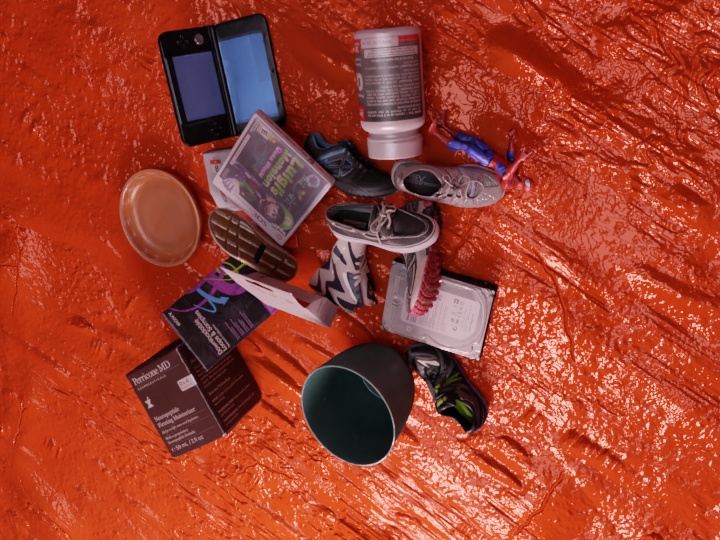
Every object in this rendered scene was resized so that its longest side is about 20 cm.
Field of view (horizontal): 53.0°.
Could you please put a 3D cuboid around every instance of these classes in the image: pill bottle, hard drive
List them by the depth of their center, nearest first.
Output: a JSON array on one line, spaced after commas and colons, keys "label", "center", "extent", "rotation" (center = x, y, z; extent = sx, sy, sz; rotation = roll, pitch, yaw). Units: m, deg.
[{"label": "pill bottle", "center": [0.051, -0.293, 1.193], "extent": [0.111, 0.114, 0.206], "rotation": [2, 108, 21]}, {"label": "hard drive", "center": [0.141, 0.068, 1.322], "extent": [0.195, 0.038, 0.143], "rotation": [18, 113, 17]}]

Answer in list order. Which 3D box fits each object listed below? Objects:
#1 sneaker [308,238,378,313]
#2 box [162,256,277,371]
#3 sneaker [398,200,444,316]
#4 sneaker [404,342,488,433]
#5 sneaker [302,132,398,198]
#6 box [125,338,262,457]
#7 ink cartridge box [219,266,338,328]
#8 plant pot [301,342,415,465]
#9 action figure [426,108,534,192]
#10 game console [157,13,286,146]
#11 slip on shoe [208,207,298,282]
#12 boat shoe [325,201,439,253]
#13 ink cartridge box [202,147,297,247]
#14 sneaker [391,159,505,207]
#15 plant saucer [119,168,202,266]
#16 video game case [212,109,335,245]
[{"label": "sneaker", "center": [0.000, 0.000, 1.333], "extent": [0.129, 0.079, 0.200], "rotation": [40, 117, 3]}, {"label": "box", "center": [-0.271, 0.077, 1.424], "extent": [0.199, 0.036, 0.144], "rotation": [-41, 92, -15]}, {"label": "sneaker", "center": [0.099, -0.020, 1.264], "extent": [0.073, 0.080, 0.206], "rotation": [-3, 73, 28]}, {"label": "sneaker", "center": [0.159, 0.216, 1.337], "extent": [0.200, 0.083, 0.071], "rotation": [48, 123, 2]}, {"label": "sneaker", "center": [-0.021, -0.185, 1.282], "extent": [0.195, 0.073, 0.084], "rotation": [17, 112, 15]}, {"label": "box", "center": [-0.343, 0.244, 1.506], "extent": [0.164, 0.164, 0.203], "rotation": [-26, 97, 27]}, {"label": "ink cartridge box", "center": [-0.144, 0.034, 1.314], "extent": [0.157, 0.200, 0.048], "rotation": [19, 75, 24]}, {"label": "plant pot", "center": [0.012, 0.230, 1.350], "extent": [0.196, 0.161, 0.206], "rotation": [13, 118, 26]}, {"label": "action figure", "center": [0.214, -0.208, 1.178], "extent": [0.199, 0.065, 0.100], "rotation": [39, 134, 6]}, {"label": "game console", "center": [-0.248, -0.342, 1.302], "extent": [0.117, 0.169, 0.205], "rotation": [5, 112, 48]}, {"label": "slip on shoe", "center": [-0.207, -0.048, 1.393], "extent": [0.197, 0.061, 0.077], "rotation": [31, 87, -6]}, {"label": "boat shoe", "center": [0.034, -0.083, 1.218], "extent": [0.194, 0.068, 0.075], "rotation": [13, 73, 20]}, {"label": "ink cartridge box", "center": [-0.213, -0.136, 1.391], "extent": [0.158, 0.050, 0.206], "rotation": [-1, 104, 23]}, {"label": "sneaker", "center": [0.147, -0.137, 1.212], "extent": [0.194, 0.082, 0.077], "rotation": [5, 110, 2]}, {"label": "plant saucer", "center": [-0.406, -0.110, 1.485], "extent": [0.195, 0.037, 0.206], "rotation": [8, 111, 20]}, {"label": "video game case", "center": [-0.162, -0.162, 1.310], "extent": [0.181, 0.023, 0.200], "rotation": [42, 133, -5]}]
